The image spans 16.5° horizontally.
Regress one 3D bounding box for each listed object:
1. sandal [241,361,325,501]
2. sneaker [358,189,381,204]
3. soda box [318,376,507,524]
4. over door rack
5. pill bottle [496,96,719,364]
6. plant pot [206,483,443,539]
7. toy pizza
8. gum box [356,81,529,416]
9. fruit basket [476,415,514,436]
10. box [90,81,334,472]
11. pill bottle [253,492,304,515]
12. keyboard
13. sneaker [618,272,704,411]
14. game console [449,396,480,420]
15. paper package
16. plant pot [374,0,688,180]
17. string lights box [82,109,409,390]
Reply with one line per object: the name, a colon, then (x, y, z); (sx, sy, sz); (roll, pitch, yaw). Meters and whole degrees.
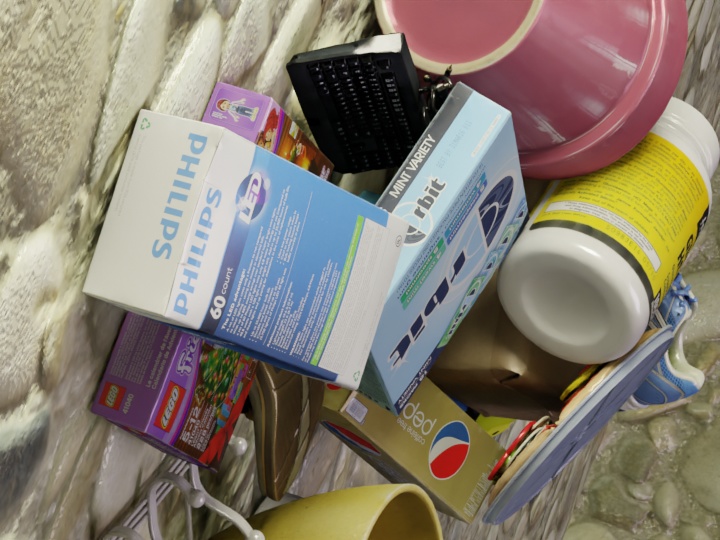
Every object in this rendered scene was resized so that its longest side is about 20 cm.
sandal: (-0.066, 0.058, 1.584); (0.080, 0.054, 0.201); (-55, 145, -41)
sneaker: (0.000, 0.000, 1.717); (0.200, 0.076, 0.081); (-23, 132, -71)
soda box: (0.026, 0.109, 1.799); (0.064, 0.067, 0.200); (-59, 139, -12)
over door rack: (-0.118, 0.214, 1.538); (0.148, 0.066, 0.201); (-49, 154, -58)
pill bottle: (0.185, -0.036, 1.785); (0.200, 0.112, 0.113); (-54, 160, -41)
plant pot: (-0.040, 0.237, 1.681); (0.200, 0.141, 0.202); (5, 90, -69)
toy pizza: (0.153, 0.107, 1.821); (0.200, 0.032, 0.200); (-44, 169, -11)
gum box: (0.043, -0.009, 1.617); (0.170, 0.044, 0.200); (-56, 165, -12)
fruit basket: (0.131, 0.077, 2.266); (0.215, 0.154, 0.217); (1, 90, -74)
box: (-0.082, 0.007, 1.433); (0.137, 0.039, 0.201); (42, 67, -70)
pill bottle: (0.009, 0.244, 1.818); (0.112, 0.199, 0.113); (18, 90, -77)
keyboard: (0.018, -0.095, 1.589); (0.200, 0.103, 0.040); (63, 14, -72)
sneaker: (0.220, 0.009, 1.916); (0.076, 0.077, 0.201); (-38, 123, -60)
game console: (0.071, 0.024, 1.942); (0.200, 0.116, 0.177); (-53, 167, -56)
paper package: (0.117, 0.002, 1.898); (0.191, 0.103, 0.202); (32, 62, -64)
plant pot: (0.102, -0.174, 1.688); (0.179, 0.199, 0.201); (18, 91, -62)
string lights box: (-0.057, -0.008, 1.346); (0.200, 0.059, 0.103); (25, 81, -57)
